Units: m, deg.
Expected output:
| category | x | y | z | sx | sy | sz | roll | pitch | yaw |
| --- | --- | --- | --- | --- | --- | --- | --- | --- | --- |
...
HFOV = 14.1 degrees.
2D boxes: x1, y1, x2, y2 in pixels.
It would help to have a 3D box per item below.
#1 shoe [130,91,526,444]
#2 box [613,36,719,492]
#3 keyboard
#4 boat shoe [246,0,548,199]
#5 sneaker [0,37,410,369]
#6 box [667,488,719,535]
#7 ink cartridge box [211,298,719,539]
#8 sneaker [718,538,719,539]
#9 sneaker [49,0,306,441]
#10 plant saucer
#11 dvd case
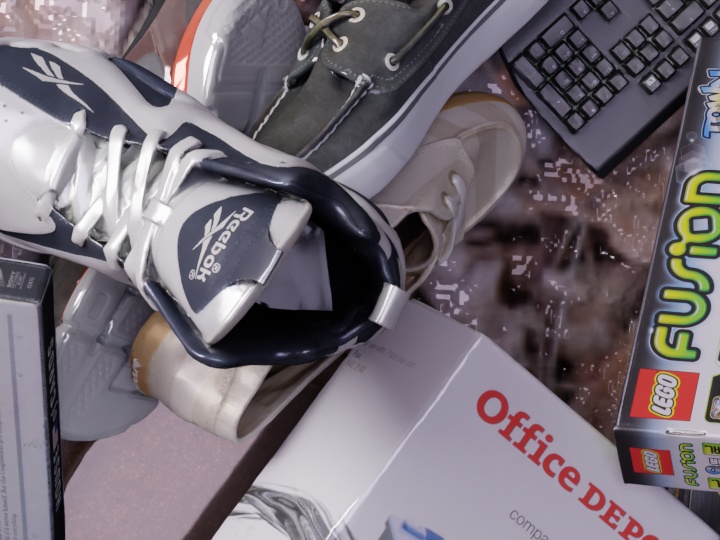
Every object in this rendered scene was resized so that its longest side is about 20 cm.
| category | x | y | z | sx | sy | sz | roll | pitch | yaw |
| --- | --- | --- | --- | --- | --- | --- | --- | --- | --- |
| shoe | 0.000 | 0.000 | 1.142 | 0.200 | 0.070 | 0.053 | -38 | 51 | -25 |
| box | 0.168 | -0.005 | 1.108 | 0.109 | 0.035 | 0.201 | 4 | 51 | 17 |
| keyboard | 0.163 | -0.114 | 1.208 | 0.200 | 0.021 | 0.127 | -43 | 92 | -4 |
| boat shoe | 0.006 | -0.087 | 1.140 | 0.200 | 0.068 | 0.057 | -47 | 124 | -31 |
| sneaker | -0.068 | -0.022 | 1.007 | 0.199 | 0.130 | 0.080 | 30 | 90 | -14 |
| box | 0.229 | 0.068 | 1.195 | 0.199 | 0.048 | 0.159 | 7 | 88 | -5 |
| ink cartridge box | 0.019 | 0.134 | 1.105 | 0.146 | 0.086 | 0.200 | 39 | 84 | -24 |
| sneaker | 0.208 | 0.171 | 1.071 | 0.070 | 0.082 | 0.200 | -39 | 90 | -26 |
| sneaker | -0.090 | -0.026 | 1.156 | 0.077 | 0.082 | 0.201 | 43 | 67 | -47 |
| plant saucer | -0.047 | 0.123 | 1.174 | 0.199 | 0.034 | 0.202 | 0 | 87 | -6 |
| dvd case | -0.212 | 0.043 | 1.099 | 0.199 | 0.151 | 0.025 | 8 | 44 | 6 |
